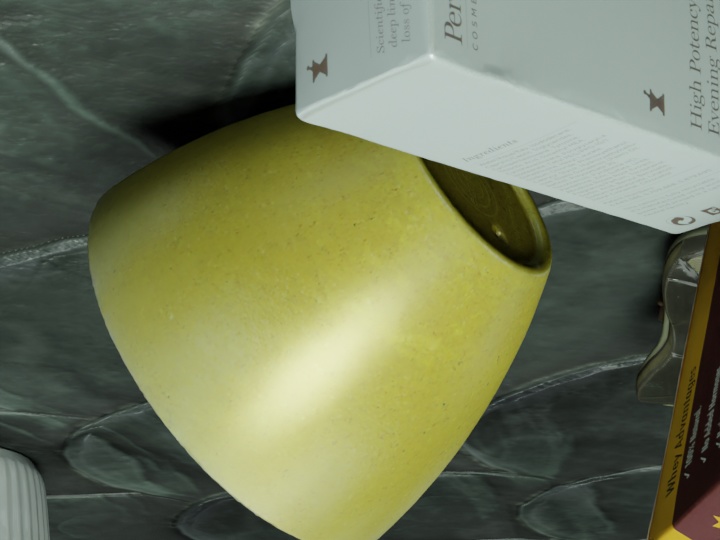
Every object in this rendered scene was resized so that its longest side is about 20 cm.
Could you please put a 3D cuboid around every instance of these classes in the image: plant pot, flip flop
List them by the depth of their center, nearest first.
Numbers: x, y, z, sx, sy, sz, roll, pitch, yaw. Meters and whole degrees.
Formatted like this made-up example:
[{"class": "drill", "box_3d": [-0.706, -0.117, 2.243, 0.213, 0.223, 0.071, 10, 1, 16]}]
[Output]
[{"class": "plant pot", "box_3d": [0.000, 0.000, 0.909, 0.142, 0.201, 0.200, -38, 146, 22]}, {"class": "flip flop", "box_3d": [0.200, 0.024, 1.172, 0.081, 0.058, 0.200, 2, 147, 7]}]

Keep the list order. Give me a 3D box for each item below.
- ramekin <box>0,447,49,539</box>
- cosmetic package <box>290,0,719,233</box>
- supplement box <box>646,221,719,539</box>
[{"class": "ramekin", "box_3d": [-0.336, 0.200, 1.596, 0.199, 0.106, 0.200, -1, 162, 0]}, {"class": "cosmetic package", "box_3d": [0.073, -0.086, 0.740, 0.199, 0.102, 0.074, 13, 157, -40]}, {"class": "supplement box", "box_3d": [0.224, 0.011, 0.761, 0.132, 0.198, 0.200, 26, 140, -8]}]
